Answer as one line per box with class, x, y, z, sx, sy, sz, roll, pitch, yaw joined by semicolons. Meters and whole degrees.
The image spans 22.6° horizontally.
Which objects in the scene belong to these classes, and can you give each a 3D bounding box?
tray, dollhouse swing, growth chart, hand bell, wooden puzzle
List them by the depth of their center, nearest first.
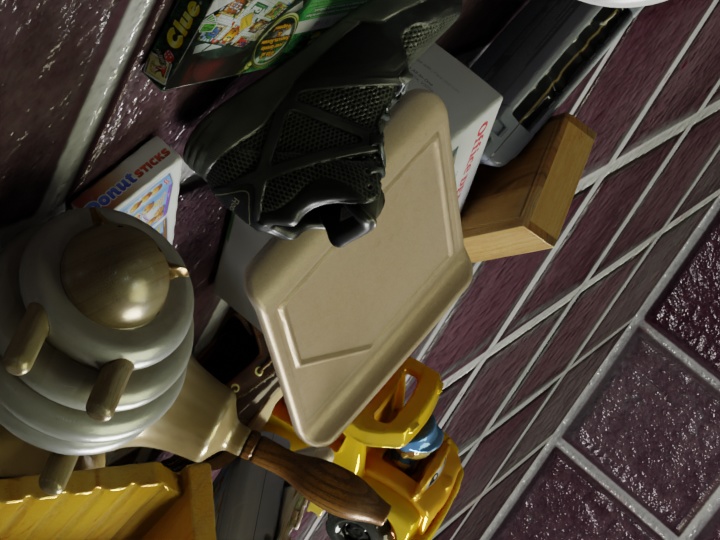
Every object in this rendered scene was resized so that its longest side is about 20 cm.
dollhouse swing;-0.189;0.234;1.078;0.198;0.177;0.182;-3;155;-28
wooden puzzle;0.000;0.000;1.189;0.185;0.037;0.201;-48;149;-21
hand bell;-0.070;0.125;1.248;0.105;0.199;0.104;-62;-178;3
growth chart;-0.070;0.220;1.333;0.145;0.018;0.202;179;-68;-78
tray;0.095;-0.057;1.407;0.199;0.037;0.099;-10;-128;57

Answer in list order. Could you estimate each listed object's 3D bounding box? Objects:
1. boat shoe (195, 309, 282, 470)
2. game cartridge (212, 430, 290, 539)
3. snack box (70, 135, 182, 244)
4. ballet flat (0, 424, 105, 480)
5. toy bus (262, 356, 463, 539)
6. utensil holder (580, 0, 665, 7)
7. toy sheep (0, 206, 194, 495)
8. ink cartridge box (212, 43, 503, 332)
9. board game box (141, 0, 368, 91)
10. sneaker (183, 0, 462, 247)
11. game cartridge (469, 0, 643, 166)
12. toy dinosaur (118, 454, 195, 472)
boat shoe;-0.075;0.057;1.372;0.201;0.070;0.070;-53;126;-15
game cartridge;-0.112;0.220;1.398;0.134;0.041;0.201;-87;-158;-47
snack box;-0.148;0.002;1.108;0.072;0.024;0.201;-41;163;-29
ballet flat;-0.207;0.099;1.120;0.200;0.068;0.064;33;75;-80
toy bus;0.004;0.114;1.460;0.136;0.199;0.193;-53;171;-46
utensil holder;0.141;-0.258;1.066;0.170;0.170;0.200;-53;163;9
toy sheep;-0.156;0.041;0.983;0.138;0.138;0.200;-36;174;-42
ink cartridge box;-0.001;-0.054;1.286;0.200;0.087;0.146;-42;162;-35
board game box;-0.042;-0.161;1.035;0.105;0.023;0.200;-59;163;25
sneaker;0.002;-0.089;1.083;0.199;0.114;0.076;-39;173;-17
game cartridge;0.136;-0.164;1.402;0.200;0.040;0.133;-49;-157;-7
toy dinosaur;-0.184;0.219;1.407;0.136;0.101;0.201;137;-24;-71
